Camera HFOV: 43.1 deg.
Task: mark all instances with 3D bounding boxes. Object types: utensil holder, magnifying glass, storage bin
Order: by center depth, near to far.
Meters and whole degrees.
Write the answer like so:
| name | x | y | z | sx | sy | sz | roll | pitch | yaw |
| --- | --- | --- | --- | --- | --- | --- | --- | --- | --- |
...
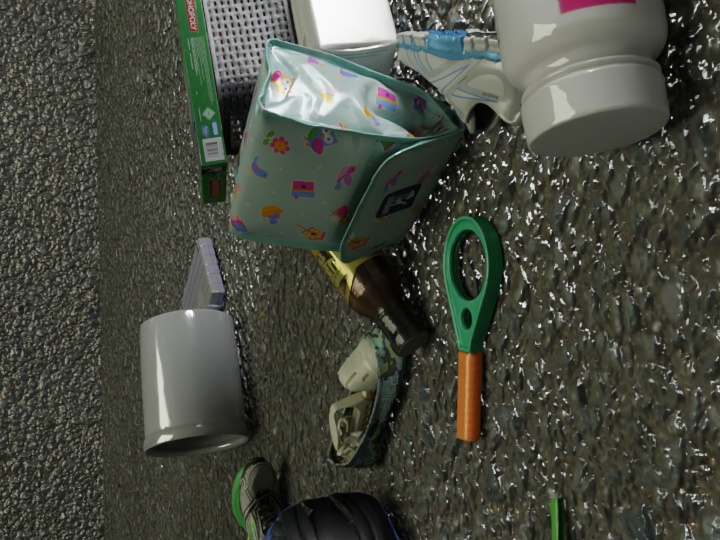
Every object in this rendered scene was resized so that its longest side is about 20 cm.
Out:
| name | x | y | z | sx | sy | sz | roll | pitch | yaw |
| --- | --- | --- | --- | --- | --- | --- | --- | --- | --- |
| magnifying glass | 0.100 | 0.052 | 0.834 | 0.079 | 0.022 | 0.205 | -172 | 80 | -64 |
| storage bin | -0.125 | -0.244 | 1.007 | 0.136 | 0.092 | 0.204 | 109 | 151 | -69 |
| utensil holder | -0.272 | 0.183 | 1.470 | 0.170 | 0.166 | 0.205 | 139 | 126 | -58 |

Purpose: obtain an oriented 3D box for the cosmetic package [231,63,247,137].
| name | x | y | z | sx | sy | sz | roll | pitch | yaw |
| --- | --- | --- | --- | --- | --- | --- | --- | --- | --- |
| cosmetic package | -0.086 | -0.152 | 1.116 | 0.085 | 0.105 | 0.203 | 118 | 140 | -48 |

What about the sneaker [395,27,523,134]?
| name | x | y | z | sx | sy | sz | roll | pitch | yaw |
| --- | --- | --- | --- | --- | --- | --- | --- | --- | --- |
| sneaker | 0.088 | -0.165 | 0.791 | 0.200 | 0.073 | 0.089 | -144 | 48 | -62 |

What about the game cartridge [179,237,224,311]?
| name | x | y | z | sx | sy | sz | roll | pitch | yaw |
| --- | --- | --- | --- | --- | --- | --- | --- | --- | --- |
| game cartridge | -0.285 | 0.057 | 1.642 | 0.131 | 0.038 | 0.202 | 64 | 146 | 33 |

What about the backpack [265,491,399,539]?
| name | x | y | z | sx | sy | sz | roll | pitch | yaw |
| --- | --- | --- | --- | --- | --- | --- | --- | --- | --- |
| backpack | -0.029 | 0.355 | 0.972 | 0.170 | 0.159 | 0.202 | 109 | 147 | -43 |

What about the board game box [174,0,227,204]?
| name | x | y | z | sx | sy | sz | roll | pitch | yaw |
| --- | --- | --- | --- | --- | --- | --- | --- | --- | --- |
| board game box | -0.171 | -0.188 | 0.975 | 0.135 | 0.028 | 0.205 | 125 | 135 | -76 |

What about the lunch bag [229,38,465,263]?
| name | x | y | z | sx | sy | sz | roll | pitch | yaw |
| --- | --- | --- | --- | --- | --- | --- | --- | --- | --- |
| lunch bag | -0.016 | -0.103 | 0.873 | 0.172 | 0.196 | 0.124 | 116 | 161 | -47 |

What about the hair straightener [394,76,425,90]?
| name | x | y | z | sx | sy | sz | roll | pitch | yaw |
| --- | --- | --- | --- | --- | --- | --- | --- | --- | --- |
| hair straightener | 0.010 | -0.132 | 0.946 | 0.200 | 0.075 | 0.042 | 130 | 134 | -55 |

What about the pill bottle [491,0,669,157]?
| name | x | y | z | sx | sy | sz | roll | pitch | yaw |
| --- | --- | --- | --- | --- | --- | --- | --- | --- | --- |
| pill bottle | 0.144 | -0.189 | 0.617 | 0.113 | 0.111 | 0.205 | -28 | 67 | 62 |

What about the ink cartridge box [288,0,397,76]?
| name | x | y | z | sx | sy | sz | roll | pitch | yaw |
| --- | --- | --- | --- | --- | --- | --- | --- | --- | --- |
| ink cartridge box | -0.027 | -0.234 | 0.959 | 0.201 | 0.083 | 0.149 | 112 | 149 | -65 |

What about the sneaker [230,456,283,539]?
| name | x | y | z | sx | sy | sz | roll | pitch | yaw |
| --- | --- | --- | --- | --- | --- | --- | --- | --- | --- |
| sneaker | -0.129 | 0.366 | 1.300 | 0.085 | 0.077 | 0.205 | -4 | 96 | 58 |

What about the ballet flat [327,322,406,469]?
| name | x | y | z | sx | sy | sz | roll | pitch | yaw |
| --- | --- | --- | --- | --- | --- | --- | --- | --- | --- |
| ballet flat | 0.003 | 0.136 | 0.994 | 0.074 | 0.073 | 0.204 | -133 | 47 | -54 |

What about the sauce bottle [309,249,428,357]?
| name | x | y | z | sx | sy | sz | roll | pitch | yaw |
| --- | --- | --- | --- | --- | --- | --- | --- | --- | --- |
| sauce bottle | 0.000 | 0.000 | 0.954 | 0.201 | 0.064 | 0.065 | 54 | 141 | 25 |

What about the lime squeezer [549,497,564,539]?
| name | x | y | z | sx | sy | sz | roll | pitch | yaw |
| --- | --- | --- | --- | --- | --- | --- | --- | --- | --- |
| lime squeezer | 0.173 | 0.283 | 0.694 | 0.070 | 0.037 | 0.203 | -38 | 51 | 22 |
